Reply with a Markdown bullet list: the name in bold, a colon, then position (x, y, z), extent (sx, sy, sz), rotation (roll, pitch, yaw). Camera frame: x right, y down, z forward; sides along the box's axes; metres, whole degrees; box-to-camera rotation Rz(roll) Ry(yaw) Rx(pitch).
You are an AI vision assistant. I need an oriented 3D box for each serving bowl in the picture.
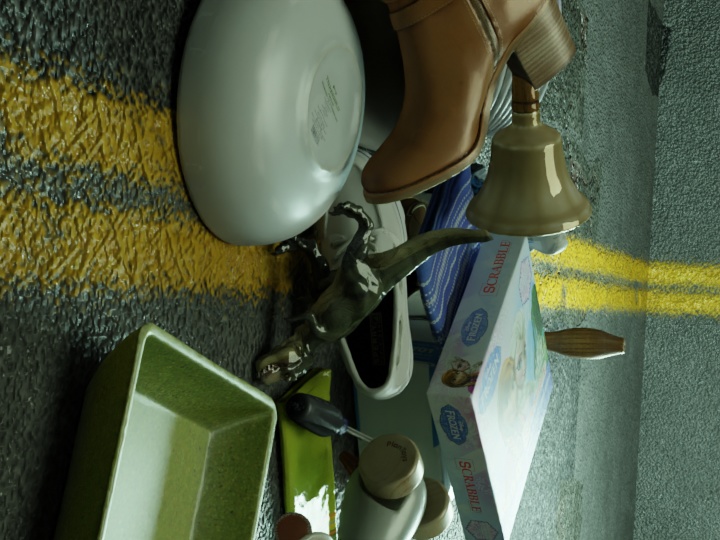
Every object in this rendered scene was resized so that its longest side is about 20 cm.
- **serving bowl**: position (-0.045, -0.113, 0.884), extent (0.200, 0.065, 0.202), rotation (-34, 128, -58)

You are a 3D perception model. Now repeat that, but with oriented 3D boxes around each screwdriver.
- **screwdriver**: position (-0.009, 0.132, 1.057), extent (0.200, 0.029, 0.028), rotation (40, 58, -62)

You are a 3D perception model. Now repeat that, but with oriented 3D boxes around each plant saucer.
- **plant saucer**: position (-0.122, 0.151, 0.767), extent (0.200, 0.048, 0.202), rotation (46, 51, -64)

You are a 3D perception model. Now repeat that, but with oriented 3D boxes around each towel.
- **towel**: position (-0.039, 0.185, 1.045), extent (0.086, 0.018, 0.202), rotation (-40, 130, -65)
- **towel**: position (0.090, 0.013, 1.139), extent (0.145, 0.024, 0.201), rotation (-68, 149, -42)

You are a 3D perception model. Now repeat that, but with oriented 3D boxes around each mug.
- **mug**: position (0.037, -0.209, 1.024), extent (0.153, 0.148, 0.188), rotation (-69, 161, -57)

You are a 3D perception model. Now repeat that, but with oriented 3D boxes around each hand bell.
- **hand bell**: position (0.133, -0.140, 1.038), extent (0.104, 0.103, 0.202), rotation (-50, 140, -59)
- **hand bell**: position (0.176, 0.074, 1.356), extent (0.104, 0.198, 0.105), rotation (4, 90, -70)

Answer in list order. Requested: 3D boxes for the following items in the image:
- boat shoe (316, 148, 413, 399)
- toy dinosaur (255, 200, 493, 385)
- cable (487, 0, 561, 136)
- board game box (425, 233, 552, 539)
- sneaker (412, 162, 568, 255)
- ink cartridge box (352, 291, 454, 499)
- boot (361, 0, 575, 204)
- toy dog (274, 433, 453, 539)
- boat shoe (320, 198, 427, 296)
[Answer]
- **boat shoe**: position (0.000, 0.000, 1.004), extent (0.066, 0.071, 0.202), rotation (29, 56, -82)
- **toy dinosaur**: position (-0.009, 0.000, 0.950), extent (0.088, 0.199, 0.047), rotation (53, 7, -8)
- **cable**: position (0.102, -0.215, 1.152), extent (0.069, 0.200, 0.202), rotation (-1, 105, -27)
- **board game box**: position (0.121, 0.105, 1.153), extent (0.201, 0.041, 0.200), rotation (-66, 150, -42)
- **sneaker**: position (0.121, -0.048, 1.223), extent (0.075, 0.200, 0.087), rotation (-35, 113, -20)
- **ink cartridge box**: position (0.066, 0.115, 1.227), extent (0.200, 0.085, 0.148), rotation (-41, 129, -61)
- **boot**: position (0.046, -0.156, 0.894), extent (0.156, 0.200, 0.077), rotation (51, -2, -30)
- **toy dog**: position (-0.017, 0.207, 1.005), extent (0.200, 0.096, 0.133), rotation (-33, 128, -38)
- **boat shoe**: position (0.031, -0.006, 1.125), extent (0.200, 0.073, 0.076), rotation (-52, 140, -58)
